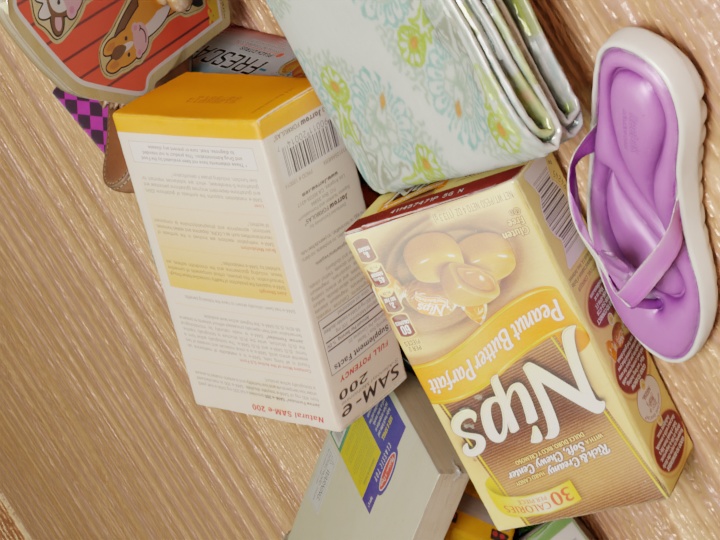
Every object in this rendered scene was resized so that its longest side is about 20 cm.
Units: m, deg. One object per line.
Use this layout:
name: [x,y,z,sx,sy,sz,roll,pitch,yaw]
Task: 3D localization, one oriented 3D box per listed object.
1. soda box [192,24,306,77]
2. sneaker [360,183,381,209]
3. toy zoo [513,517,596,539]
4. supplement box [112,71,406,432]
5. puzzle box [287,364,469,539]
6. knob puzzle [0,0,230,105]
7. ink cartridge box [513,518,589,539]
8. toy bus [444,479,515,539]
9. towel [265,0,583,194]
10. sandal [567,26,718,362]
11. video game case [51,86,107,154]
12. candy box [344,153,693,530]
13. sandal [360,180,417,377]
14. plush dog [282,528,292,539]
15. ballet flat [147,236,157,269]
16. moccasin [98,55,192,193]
soda box: [-0.069,-0.111,1.107,0.199,0.063,0.069,23,140,54]
sneaker: [0.039,-0.007,1.036,0.199,0.073,0.078,37,142,21]
toy zoo: [0.137,0.233,1.190,0.131,0.020,0.200,51,156,15]
supplement box: [-0.059,-0.013,1.017,0.125,0.073,0.202,7,120,40]
puzzle box: [0.006,0.162,1.103,0.133,0.025,0.201,61,139,47]
knob puzzle: [-0.136,-0.185,0.970,0.030,0.220,0.221,11,135,27]
ink cartridge box: [0.115,0.238,1.138,0.104,0.059,0.200,54,156,8]
toy bus: [0.052,0.163,1.129,0.065,0.079,0.200,26,144,-13]
towel: [0.018,-0.126,0.862,0.200,0.048,0.172,-6,112,63]
sandal: [0.130,-0.029,0.832,0.082,0.050,0.204,35,149,41]
video game case: [-0.115,-0.048,1.214,0.200,0.036,0.181,48,-175,21]
candy box: [0.089,0.040,0.934,0.115,0.055,0.201,-17,108,36]
sandal: [0.000,0.000,1.107,0.200,0.075,0.045,48,167,15]
plush dog: [-0.041,0.342,1.490,0.201,0.171,0.161,51,157,10]
ballet flat: [-0.112,0.018,1.363,0.201,0.072,0.072,60,157,-4]
moccasin: [-0.145,-0.151,1.076,0.073,0.077,0.204,22,106,52]
